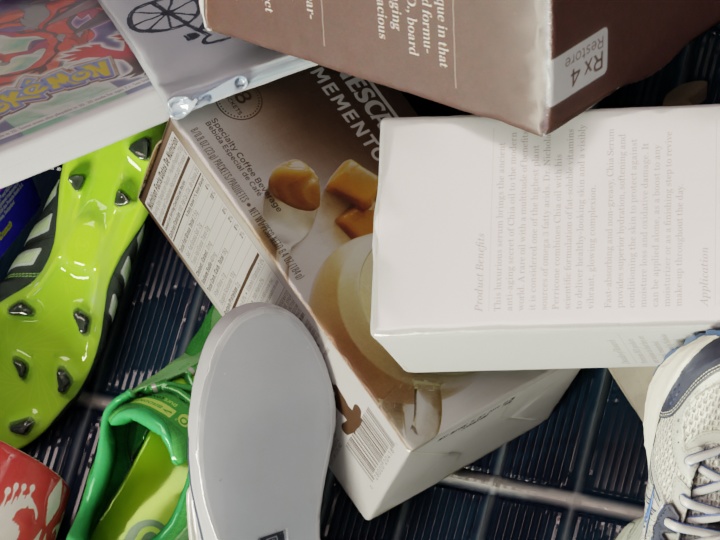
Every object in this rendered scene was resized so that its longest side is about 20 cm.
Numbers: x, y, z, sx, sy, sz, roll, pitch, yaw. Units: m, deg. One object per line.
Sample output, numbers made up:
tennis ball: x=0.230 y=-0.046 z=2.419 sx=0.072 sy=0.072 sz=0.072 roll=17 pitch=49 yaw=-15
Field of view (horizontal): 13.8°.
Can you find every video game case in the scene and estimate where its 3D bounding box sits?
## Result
video game case: x=-0.166 y=-0.101 z=1.475 sx=0.200 sy=0.023 sz=0.182 roll=-24 pitch=33 yaw=-23

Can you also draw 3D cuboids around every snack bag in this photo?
snack bag: x=-0.035 y=-0.148 z=1.471 sx=0.188 sy=0.021 sz=0.200 roll=-19 pitch=36 yaw=-12

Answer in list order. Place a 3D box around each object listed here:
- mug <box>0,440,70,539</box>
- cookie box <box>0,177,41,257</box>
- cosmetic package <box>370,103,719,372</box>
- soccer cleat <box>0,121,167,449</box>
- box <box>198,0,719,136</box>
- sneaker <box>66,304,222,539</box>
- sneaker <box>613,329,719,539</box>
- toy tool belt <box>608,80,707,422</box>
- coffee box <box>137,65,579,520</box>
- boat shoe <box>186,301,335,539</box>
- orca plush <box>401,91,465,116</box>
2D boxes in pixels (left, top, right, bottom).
mug: x=-0.244 y=0.168 z=1.423 sx=0.177 sy=0.133 sz=0.200 roll=22 pitch=73 yaw=-1
cookie box: x=-0.287 y=-0.015 z=1.476 sx=0.199 sy=0.075 sz=0.171 roll=-1 pitch=33 yaw=23
cosmetic package: x=0.110 y=-0.013 z=1.301 sx=0.199 sy=0.071 sz=0.102 roll=-1 pitch=74 yaw=14
soccer cleat: x=-0.143 y=0.001 z=1.499 sx=0.067 sy=0.081 sz=0.200 roll=27 pitch=101 yaw=5
box: x=0.049 y=-0.184 z=1.325 sx=0.200 sy=0.165 sz=0.166 roll=19 pitch=35 yaw=33
sneaker: x=-0.075 y=0.075 z=1.440 sx=0.074 sy=0.084 sz=0.200 roll=23 pitch=75 yaw=21
sneaker: x=0.153 y=0.115 z=1.280 sx=0.077 sy=0.200 sz=0.085 roll=7 pitch=37 yaw=-4
toy tool belt: x=0.153 y=-0.024 z=1.412 sx=0.123 sy=0.125 sz=0.200 roll=-18 pitch=67 yaw=-26
coffee box: x=0.000 y=0.000 z=1.416 sx=0.114 sy=0.080 sz=0.200 roll=-26 pitch=71 yaw=-28
boat shoe: x=-0.054 y=0.107 z=1.385 sx=0.073 sy=0.065 sz=0.201 roll=-7 pitch=107 yaw=-25
orca plush: x=0.072 y=-0.139 z=1.485 sx=0.199 sy=0.071 sz=0.105 roll=-20 pitch=67 yaw=8
